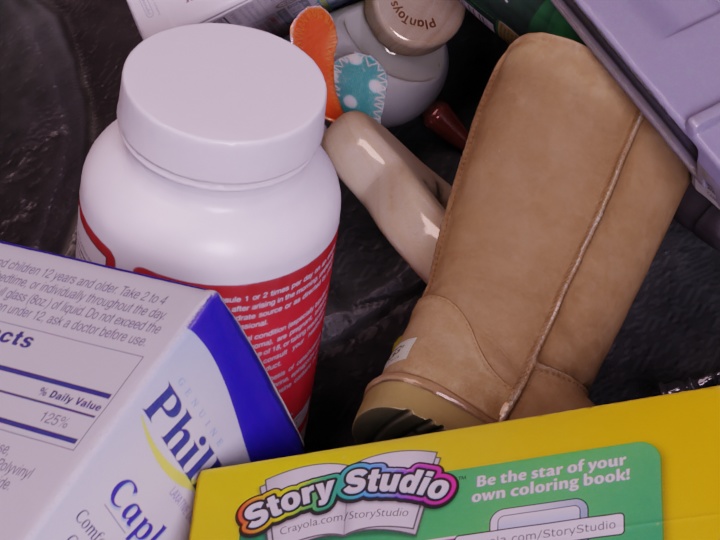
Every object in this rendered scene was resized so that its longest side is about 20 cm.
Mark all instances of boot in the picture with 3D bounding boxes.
[{"bbox_3d":[0.102,0.021,0.912,0.066,0.175,0.201,-36,23,54],"label":"boot"}]

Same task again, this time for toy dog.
[{"bbox_3d":[-0.022,-0.070,1.111,0.199,0.132,0.097,-33,85,2],"label":"toy dog"}]

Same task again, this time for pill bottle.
[{"bbox_3d":[-0.068,-0.001,0.964,0.111,0.201,0.113,6,40,-5],"label":"pill bottle"}]

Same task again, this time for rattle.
[{"bbox_3d":[0.000,0.000,1.014,0.200,0.130,0.143,44,116,11],"label":"rattle"}]

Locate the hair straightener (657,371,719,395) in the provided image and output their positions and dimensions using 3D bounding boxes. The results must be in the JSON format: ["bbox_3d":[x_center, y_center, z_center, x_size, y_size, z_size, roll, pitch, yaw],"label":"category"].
[{"bbox_3d":[0.164,0.070,0.952,0.077,0.041,0.201,0,58,25],"label":"hair straightener"}]

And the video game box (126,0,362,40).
[{"bbox_3d":[-0.021,-0.160,1.126,0.181,0.200,0.047,-23,89,3],"label":"video game box"}]

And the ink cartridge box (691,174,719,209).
[{"bbox_3d":[0.262,-0.032,0.896,0.173,0.044,0.200,-33,55,-17],"label":"ink cartridge box"}]

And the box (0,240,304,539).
[{"bbox_3d":[-0.153,0.096,0.859,0.183,0.105,0.200,12,55,38],"label":"box"}]

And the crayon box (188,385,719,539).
[{"bbox_3d":[0.035,0.137,0.753,0.199,0.058,0.173,-10,46,17],"label":"crayon box"}]

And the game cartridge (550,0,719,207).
[{"bbox_3d":[0.154,-0.121,0.927,0.129,0.038,0.200,-29,57,-10],"label":"game cartridge"}]

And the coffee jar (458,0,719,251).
[{"bbox_3d":[0.133,-0.107,1.019,0.104,0.085,0.200,-44,80,4],"label":"coffee jar"}]
